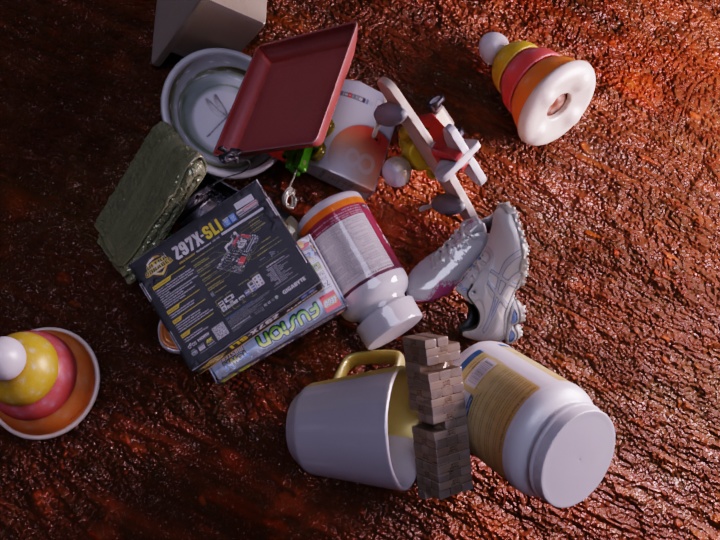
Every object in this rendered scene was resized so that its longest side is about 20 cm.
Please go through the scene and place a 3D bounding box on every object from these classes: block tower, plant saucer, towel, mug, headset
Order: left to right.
[{"bbox_3d":[-0.289,-0.094,1.051,0.148,0.036,0.202,40,101,42],"label":"towel"},{"bbox_3d":[-0.203,-0.071,1.059,0.121,0.094,0.204,22,102,0],"label":"headset"},{"bbox_3d":[-0.202,-0.228,1.153,0.196,0.050,0.205,6,74,-23],"label":"plant saucer"},{"bbox_3d":[-0.099,-0.244,1.087,0.197,0.037,0.203,0,62,37],"label":"plant saucer"},{"bbox_3d":[-0.006,0.199,1.005,0.150,0.186,0.153,-5,96,21],"label":"mug"},{"bbox_3d":[0.097,0.182,0.966,0.053,0.057,0.205,-8,95,-28],"label":"block tower"}]

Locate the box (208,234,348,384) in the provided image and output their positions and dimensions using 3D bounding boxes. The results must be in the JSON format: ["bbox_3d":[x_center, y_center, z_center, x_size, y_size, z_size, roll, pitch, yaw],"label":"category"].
[{"bbox_3d":[-0.126,0.050,1.017,0.197,0.035,0.111,-30,81,-6],"label":"box"}]

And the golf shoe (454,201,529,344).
[{"bbox_3d":[0.180,0.008,1.073,0.095,0.078,0.205,-3,107,-8],"label":"golf shoe"}]

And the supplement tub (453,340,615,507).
[{"bbox_3d":[0.205,0.190,0.975,0.142,0.199,0.148,-11,112,-28],"label":"supplement tub"}]

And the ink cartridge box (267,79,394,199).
[{"bbox_3d":[-0.048,-0.222,1.163,0.197,0.050,0.165,24,68,-16],"label":"ink cartridge box"}]

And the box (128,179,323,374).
[{"bbox_3d":[-0.169,0.008,0.982,0.198,0.049,0.161,-34,79,-6],"label":"box"}]

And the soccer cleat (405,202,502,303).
[{"bbox_3d":[0.142,-0.032,1.116,0.198,0.087,0.070,-31,50,-20],"label":"soccer cleat"}]

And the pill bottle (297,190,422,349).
[{"bbox_3d":[0.000,0.000,1.080,0.108,0.110,0.203,-26,75,-15],"label":"pill bottle"}]

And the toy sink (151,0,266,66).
[{"bbox_3d":[-0.228,-0.395,1.179,0.110,0.199,0.133,13,65,-33],"label":"toy sink"}]

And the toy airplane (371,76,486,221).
[{"bbox_3d":[0.095,-0.163,1.110,0.140,0.199,0.202,-33,73,8],"label":"toy airplane"}]

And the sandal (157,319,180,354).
[{"bbox_3d":[-0.182,0.053,1.068,0.202,0.059,0.081,-14,73,-11],"label":"sandal"}]

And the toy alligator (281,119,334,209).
[{"bbox_3d":[-0.088,-0.178,1.105,0.053,0.059,0.204,2,64,41],"label":"toy alligator"}]

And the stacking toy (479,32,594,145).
[{"bbox_3d":[0.259,-0.312,1.223,0.144,0.147,0.201,-27,58,-15],"label":"stacking toy"}]

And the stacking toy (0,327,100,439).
[{"bbox_3d":[-0.408,0.119,0.943,0.142,0.201,0.150,2,70,-6],"label":"stacking toy"}]

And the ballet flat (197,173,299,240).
[{"bbox_3d":[-0.178,-0.087,1.118,0.196,0.057,0.068,24,70,2],"label":"ballet flat"}]
